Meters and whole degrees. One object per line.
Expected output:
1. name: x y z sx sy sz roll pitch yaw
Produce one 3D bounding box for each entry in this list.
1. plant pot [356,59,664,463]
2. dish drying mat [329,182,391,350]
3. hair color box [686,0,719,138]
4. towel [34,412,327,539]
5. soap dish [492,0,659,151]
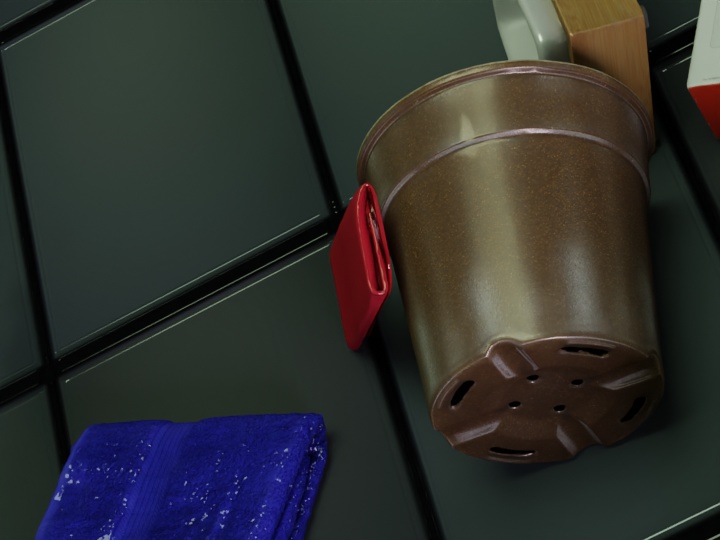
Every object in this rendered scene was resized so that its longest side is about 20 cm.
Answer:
1. plant pot: 0.108 0.004 1.655 0.199 0.200 0.199 -20 54 17
2. dish drying mat: 0.000 0.000 1.713 0.018 0.200 0.077 -11 79 -7
3. hair color box: 0.299 -0.192 1.778 0.110 0.064 0.201 -7 52 29
4. towel: -0.127 0.160 1.759 0.199 0.050 0.148 -5 53 29
5. soap dish: 0.146 -0.173 1.800 0.081 0.158 0.200 -15 46 -2
